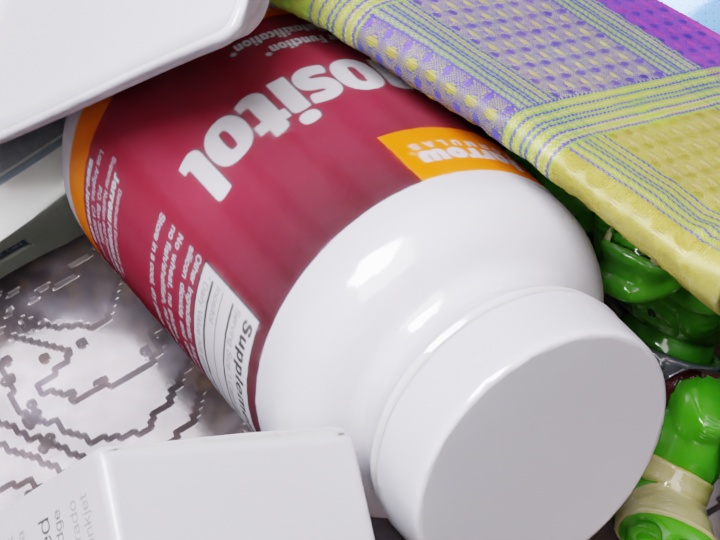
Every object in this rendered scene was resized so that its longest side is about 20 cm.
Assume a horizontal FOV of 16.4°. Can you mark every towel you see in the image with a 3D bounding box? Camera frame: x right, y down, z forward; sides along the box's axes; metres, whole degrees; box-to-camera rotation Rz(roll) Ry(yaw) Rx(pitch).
[{"bbox_3d":[0.077,-0.051,0.751,0.200,0.143,0.023,36,121,27],"label":"towel"}]

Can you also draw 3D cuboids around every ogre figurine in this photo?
[{"bbox_3d":[0.091,0.019,0.807,0.200,0.098,0.120,31,100,45],"label":"ogre figurine"}]

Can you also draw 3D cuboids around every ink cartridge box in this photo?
[{"bbox_3d":[-0.073,0.144,0.706,0.084,0.200,0.145,-1,70,-36],"label":"ink cartridge box"}]

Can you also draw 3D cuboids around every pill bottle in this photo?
[{"bbox_3d":[0.000,0.000,0.751,0.113,0.113,0.200,-37,47,-8],"label":"pill bottle"}]

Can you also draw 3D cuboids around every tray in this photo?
[{"bbox_3d":[-0.076,-0.088,0.762,0.022,0.200,0.108,30,62,-30],"label":"tray"}]

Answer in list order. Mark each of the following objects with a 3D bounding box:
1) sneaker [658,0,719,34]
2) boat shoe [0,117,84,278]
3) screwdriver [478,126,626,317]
[{"bbox_3d":[0.135,-0.093,0.861,0.199,0.076,0.105,6,85,15],"label":"sneaker"},{"bbox_3d":[-0.126,-0.040,0.847,0.200,0.070,0.072,-31,80,-4],"label":"boat shoe"},{"bbox_3d":[0.058,-0.024,0.871,0.028,0.029,0.200,-39,87,-9],"label":"screwdriver"}]
